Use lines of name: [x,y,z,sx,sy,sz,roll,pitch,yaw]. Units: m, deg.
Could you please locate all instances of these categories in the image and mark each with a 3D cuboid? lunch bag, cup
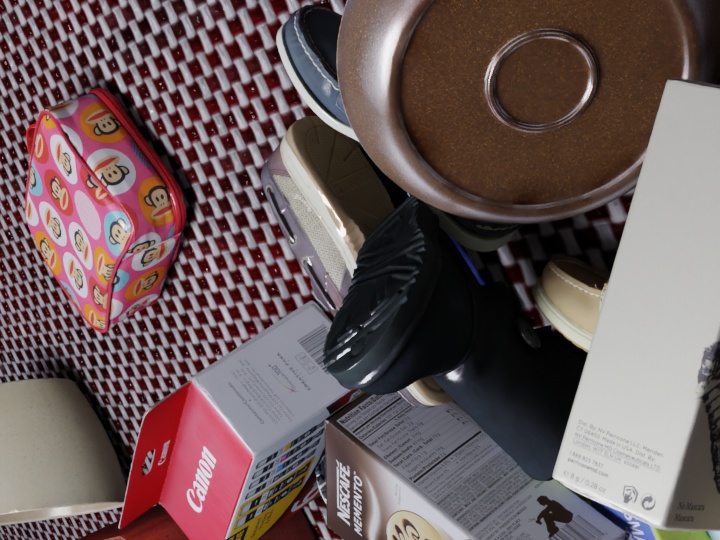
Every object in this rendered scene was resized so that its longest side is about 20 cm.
lunch bag: [-0.240,-0.060,1.218,0.177,0.081,0.201,51,146,14]
cup: [-0.361,0.199,1.508,0.200,0.198,0.146,-27,68,57]

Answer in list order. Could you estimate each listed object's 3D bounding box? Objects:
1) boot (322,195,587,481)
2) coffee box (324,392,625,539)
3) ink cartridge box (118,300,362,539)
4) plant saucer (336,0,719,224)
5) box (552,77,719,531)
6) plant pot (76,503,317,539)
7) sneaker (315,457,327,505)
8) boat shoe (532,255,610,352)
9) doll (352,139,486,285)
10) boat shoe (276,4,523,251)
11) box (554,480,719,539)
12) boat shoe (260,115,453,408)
boot: [0.067,0.055,0.765,0.168,0.200,0.076,44,108,-10]
coffee box: [0.069,0.170,0.902,0.199,0.079,0.114,35,142,35]
ink cartridge box: [-0.095,0.148,1.100,0.084,0.175,0.201,45,145,19]
plant saucer: [0.087,-0.099,0.672,0.032,0.197,0.202,-97,5,-53]
box: [0.165,0.018,0.654,0.068,0.082,0.203,20,97,43]
plant pot: [-0.136,0.294,1.266,0.202,0.175,0.199,61,148,-3]
sneaker: [0.037,0.218,1.071,0.199,0.077,0.087,37,144,31]
boat shoe: [0.176,0.027,0.752,0.199,0.073,0.067,32,115,46]
doll: [0.028,-0.024,0.918,0.201,0.048,0.136,58,144,3]
boat shoe: [0.028,-0.098,0.838,0.200,0.074,0.062,49,147,13]
box: [0.145,0.141,0.894,0.199,0.047,0.123,-15,103,57]
boat shoe: [0.000,0.000,0.873,0.065,0.071,0.202,-37,81,47]
